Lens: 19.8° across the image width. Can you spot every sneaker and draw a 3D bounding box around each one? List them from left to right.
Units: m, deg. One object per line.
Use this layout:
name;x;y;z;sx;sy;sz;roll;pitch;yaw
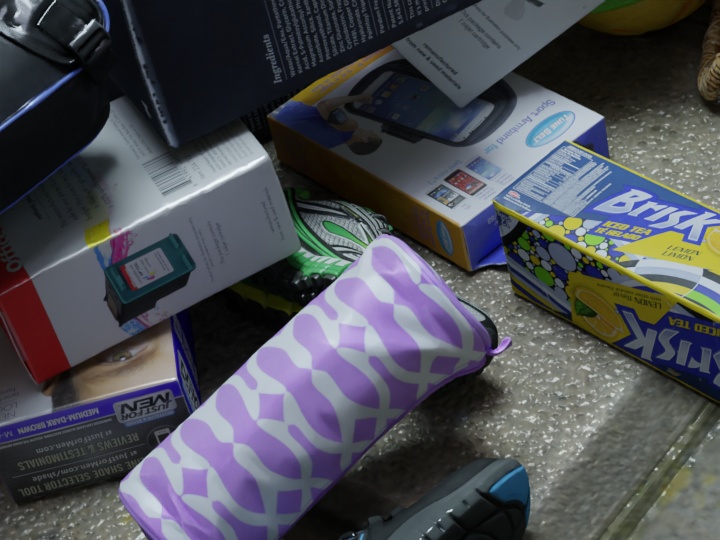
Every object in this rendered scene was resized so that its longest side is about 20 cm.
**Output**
sneaker;-0.003;0.145;0.967;0.200;0.074;0.082;-37;44;-25
sneaker;0.000;0.000;1.123;0.199;0.078;0.085;27;55;38

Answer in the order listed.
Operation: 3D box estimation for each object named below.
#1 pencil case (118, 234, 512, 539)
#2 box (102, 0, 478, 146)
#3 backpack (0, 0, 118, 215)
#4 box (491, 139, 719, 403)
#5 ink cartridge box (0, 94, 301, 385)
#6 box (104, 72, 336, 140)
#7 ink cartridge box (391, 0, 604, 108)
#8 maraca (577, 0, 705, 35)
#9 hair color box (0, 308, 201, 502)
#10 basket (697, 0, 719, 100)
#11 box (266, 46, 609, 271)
pencil case;-0.026;0.074;1.003;0.200;0.084;0.086;-45;79;-1
box;-0.056;-0.176;1.104;0.199;0.105;0.148;-27;39;-15
backpack;-0.245;-0.101;1.029;0.200;0.147;0.183;41;63;11
box;0.164;0.007;1.072;0.064;0.070;0.200;-39;47;-23
ink cartridge box;-0.147;-0.019;1.097;0.199;0.068;0.116;-27;39;-10
box;-0.134;-0.142;1.301;0.199;0.105;0.148;-23;42;-10
ink cartridge box;0.097;-0.216;1.202;0.200;0.084;0.145;-35;43;19
maraca;0.173;-0.217;1.294;0.136;0.107;0.201;-16;31;19
hair color box;-0.152;0.026;1.150;0.109;0.065;0.201;-15;43;1
basket;0.275;-0.208;1.224;0.148;0.143;0.201;2;43;18
box;0.052;-0.074;1.220;0.119;0.042;0.200;-37;44;-24
